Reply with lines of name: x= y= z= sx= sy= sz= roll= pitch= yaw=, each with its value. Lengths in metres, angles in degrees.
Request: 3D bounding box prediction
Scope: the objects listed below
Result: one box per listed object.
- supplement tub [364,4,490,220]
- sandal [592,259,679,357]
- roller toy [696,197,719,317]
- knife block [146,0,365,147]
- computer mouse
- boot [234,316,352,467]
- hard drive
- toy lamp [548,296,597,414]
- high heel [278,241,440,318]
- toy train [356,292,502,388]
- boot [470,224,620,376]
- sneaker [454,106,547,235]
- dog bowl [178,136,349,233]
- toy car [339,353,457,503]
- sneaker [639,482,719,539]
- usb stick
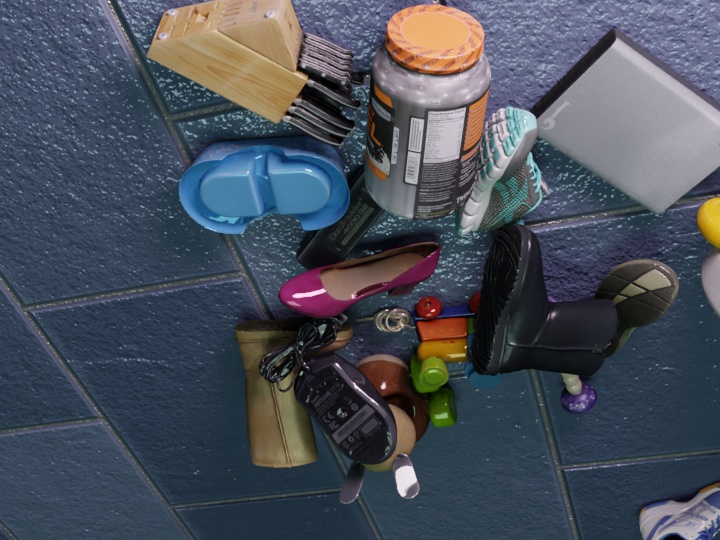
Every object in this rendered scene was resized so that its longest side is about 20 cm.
supplement tub: x=0.068 y=-0.161 z=1.046 sx=0.122 sy=0.123 sz=0.201 roll=5 pitch=134 yaw=1
sandal: x=0.331 y=0.040 z=1.264 sx=0.080 sy=0.057 sz=0.201 roll=47 pitch=151 yaw=11
roller toy: x=0.480 y=-0.013 z=1.108 sx=0.182 sy=0.200 sz=0.140 roll=-18 pitch=142 yaw=-27
knife block: x=-0.101 y=-0.200 z=1.066 sx=0.199 sy=0.064 sz=0.176 roll=-8 pitch=132 yaw=13
computer mouse: x=-0.022 y=0.156 z=1.296 sx=0.138 sy=0.053 sz=0.200 roll=-38 pitch=89 yaw=21
boot: x=-0.081 y=0.165 z=1.369 sx=0.174 sy=0.066 sz=0.201 roll=-1 pitch=107 yaw=23
hard drive: x=0.297 y=-0.156 z=1.090 sx=0.199 sy=0.033 sz=0.140 roll=29 pitch=131 yaw=-20
toy lamp: x=0.265 y=0.112 z=1.340 sx=0.058 sy=0.058 sz=0.201 roll=-12 pitch=132 yaw=17
high heel: x=0.000 y=0.000 z=1.216 sx=0.199 sy=0.068 sz=0.096 roll=-12 pitch=153 yaw=-32
toy train: x=0.089 y=0.101 z=1.305 sx=0.198 sy=0.116 sz=0.085 roll=-5 pitch=133 yaw=11
boot: x=0.229 y=0.038 z=1.205 sx=0.167 sy=0.076 sz=0.201 roll=-1 pitch=117 yaw=-19
sneaker: x=0.169 y=-0.107 z=1.123 sx=0.091 sy=0.078 sz=0.200 roll=5 pitch=151 yaw=-10
dog bowl: x=-0.109 y=-0.102 z=1.174 sx=0.198 sy=0.050 sz=0.112 roll=-3 pitch=134 yaw=8
toy car: x=0.035 y=0.231 z=1.379 sx=0.163 sy=0.201 sz=0.158 roll=-12 pitch=132 yaw=17
sneaker: x=0.532 y=0.393 z=1.565 sx=0.199 sy=0.088 sz=0.075 roll=-28 pitch=124 yaw=28
usb stick: x=-0.012 y=-0.063 z=1.215 sx=0.055 sy=0.033 sz=0.200 roll=30 pitch=131 yaw=-13
